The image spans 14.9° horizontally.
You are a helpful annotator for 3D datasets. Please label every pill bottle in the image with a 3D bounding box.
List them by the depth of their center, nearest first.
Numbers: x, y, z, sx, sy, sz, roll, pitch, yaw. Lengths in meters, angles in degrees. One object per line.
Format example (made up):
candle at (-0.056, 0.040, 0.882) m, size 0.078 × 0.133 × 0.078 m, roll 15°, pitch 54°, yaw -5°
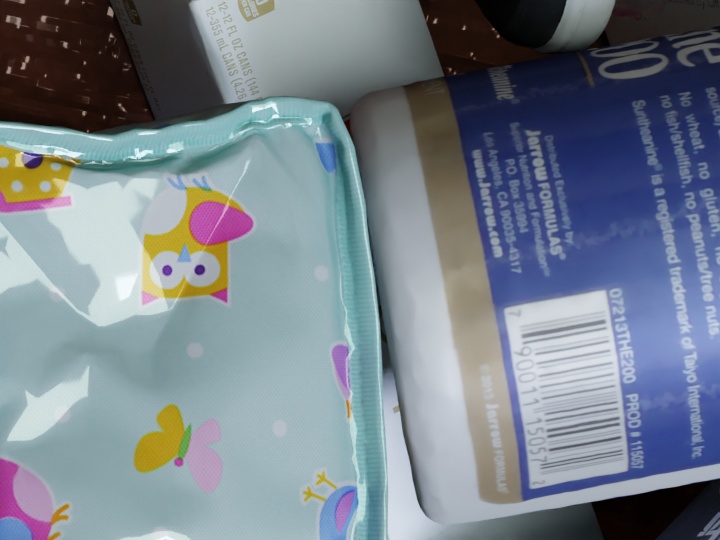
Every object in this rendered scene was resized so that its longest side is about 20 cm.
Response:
pill bottle at (0.103, -0.007, 0.681) m, size 0.200 × 0.111 × 0.111 m, roll -10°, pitch 105°, yaw 0°

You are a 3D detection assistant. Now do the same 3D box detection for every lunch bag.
lunch bag at (-0.061, 0.067, 0.674) m, size 0.122 × 0.170 × 0.200 m, roll -8°, pitch 87°, yaw -21°

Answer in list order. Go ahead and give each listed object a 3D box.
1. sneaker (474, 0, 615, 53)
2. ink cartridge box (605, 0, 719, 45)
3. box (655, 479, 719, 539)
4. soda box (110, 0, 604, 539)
sneaker at (-0.011, -0.140, 0.709) m, size 0.112 × 0.073 × 0.200 m, roll -9°, pitch 69°, yaw -20°
ink cartridge box at (0.112, -0.106, 0.775) m, size 0.067 × 0.117 × 0.200 m, roll -29°, pitch 111°, yaw -19°
box at (0.163, 0.103, 0.746) m, size 0.200 × 0.049 × 0.161 m, roll -40°, pitch 109°, yaw -41°
soda box at (0.000, 0.000, 0.769) m, size 0.064 × 0.068 × 0.200 m, roll -27°, pitch 110°, yaw -18°
